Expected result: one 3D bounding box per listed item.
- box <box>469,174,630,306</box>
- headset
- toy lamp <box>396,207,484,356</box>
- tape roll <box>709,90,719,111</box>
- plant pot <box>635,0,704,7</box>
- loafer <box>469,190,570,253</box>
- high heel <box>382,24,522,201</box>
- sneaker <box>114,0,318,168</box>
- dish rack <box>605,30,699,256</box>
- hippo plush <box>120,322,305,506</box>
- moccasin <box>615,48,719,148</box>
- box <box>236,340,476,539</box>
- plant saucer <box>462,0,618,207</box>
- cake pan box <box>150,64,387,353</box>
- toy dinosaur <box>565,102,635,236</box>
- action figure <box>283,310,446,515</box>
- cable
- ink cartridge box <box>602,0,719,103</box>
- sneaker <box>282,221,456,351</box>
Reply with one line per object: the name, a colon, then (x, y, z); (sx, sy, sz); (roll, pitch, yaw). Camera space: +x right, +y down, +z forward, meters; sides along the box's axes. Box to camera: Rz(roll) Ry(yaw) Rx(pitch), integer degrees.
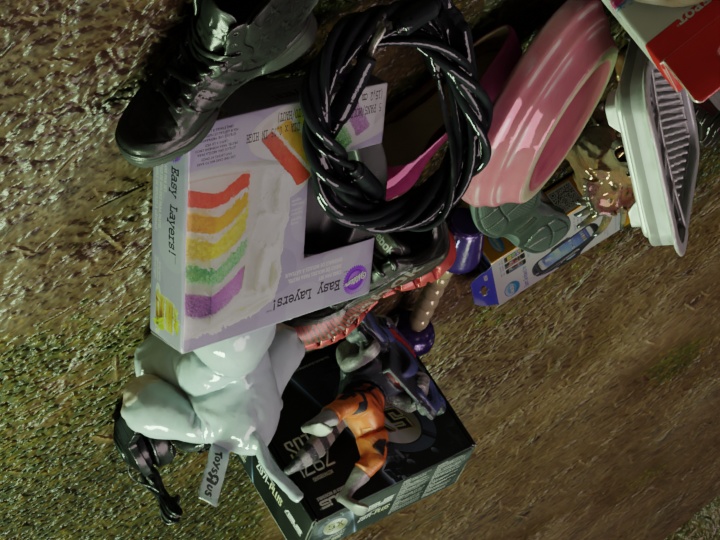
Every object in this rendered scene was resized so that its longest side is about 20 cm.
box: (0.192, -0.038, 1.810); (0.199, 0.042, 0.119); (-30, 157, -4)
headset: (-0.169, 0.158, 1.633); (0.123, 0.094, 0.200); (-18, 156, -33)
toy lamp: (0.076, 0.009, 1.727); (0.058, 0.058, 0.201); (-21, 156, -29)
tape roll: (0.387, -0.227, 1.502); (0.138, 0.204, 0.203); (-19, 153, -29)
plant pot: (0.208, -0.279, 1.196); (0.200, 0.201, 0.198); (-37, 164, 7)
loafer: (0.137, -0.070, 1.655); (0.072, 0.063, 0.200); (-38, 153, 10)
high heel: (0.045, -0.128, 1.422); (0.199, 0.067, 0.096); (-35, 152, -18)
sneaker: (-0.095, -0.158, 1.180); (0.199, 0.060, 0.104); (-38, 158, -5)
dish rack: (0.249, -0.125, 1.493); (0.043, 0.201, 0.173); (-6, 121, 21)
hippo plush: (-0.129, 0.067, 1.459); (0.157, 0.201, 0.162); (-2, 133, 2)
moccasin: (0.300, -0.167, 1.673); (0.201, 0.078, 0.074); (9, 118, -53)
box: (-0.013, 0.168, 1.771); (0.199, 0.164, 0.086); (-21, 154, -27)
plant saucer: (0.155, -0.134, 1.469); (0.201, 0.051, 0.201); (-54, 168, -17)
cake pan box: (-0.067, -0.050, 1.331); (0.199, 0.052, 0.186); (-16, 124, -38)
toy dinosaur: (0.229, -0.087, 1.640); (0.086, 0.136, 0.200); (-40, 157, 14)
action figure: (-0.012, 0.104, 1.689); (0.104, 0.201, 0.194); (-16, -147, 34)
cable: (0.028, -0.104, 1.321); (0.163, 0.051, 0.202); (-33, 132, -28)
ink cartridge box: (0.243, -0.221, 1.321); (0.116, 0.201, 0.067); (-37, 157, 8)
sneaker: (0.000, 0.000, 1.586); (0.199, 0.071, 0.098); (-31, 157, -14)
